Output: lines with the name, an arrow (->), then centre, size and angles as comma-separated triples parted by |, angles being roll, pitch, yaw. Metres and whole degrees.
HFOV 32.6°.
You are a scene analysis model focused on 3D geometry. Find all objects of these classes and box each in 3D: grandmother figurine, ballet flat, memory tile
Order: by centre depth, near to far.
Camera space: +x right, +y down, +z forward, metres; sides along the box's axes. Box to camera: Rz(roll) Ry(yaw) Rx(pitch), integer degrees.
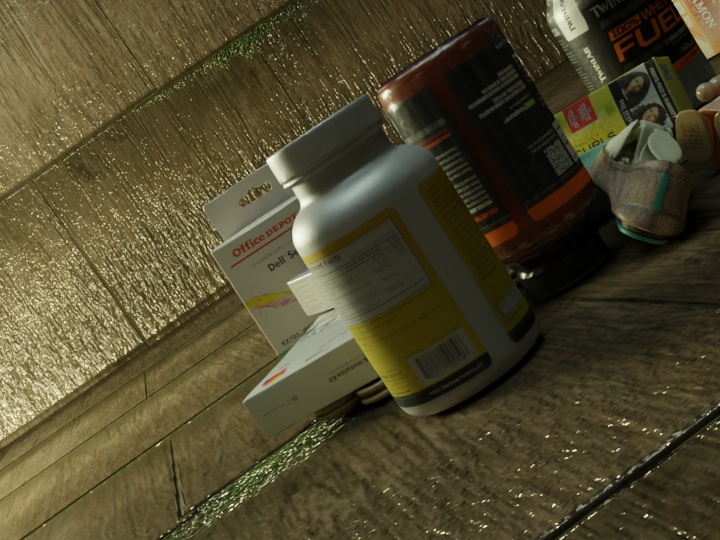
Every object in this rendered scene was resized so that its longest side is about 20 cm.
ballet flat -> 0.213, -0.074, 0.914 | 0.200, 0.068, 0.068 | -86, 8, -74
grandmother figurine -> 0.329, -0.148, 0.991 | 0.121, 0.061, 0.200 | 14, 39, 44
memory tile -> 0.055, 0.055, 1.007 | 0.153, 0.017, 0.200 | -29, 8, 38

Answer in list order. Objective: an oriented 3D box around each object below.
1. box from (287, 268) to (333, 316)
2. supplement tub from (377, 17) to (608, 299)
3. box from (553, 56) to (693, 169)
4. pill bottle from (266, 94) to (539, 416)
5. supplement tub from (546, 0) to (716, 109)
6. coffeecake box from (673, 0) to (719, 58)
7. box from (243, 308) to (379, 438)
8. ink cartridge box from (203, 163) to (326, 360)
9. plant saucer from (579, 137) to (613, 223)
box -> 0.000, 0.000, 1.077 | 0.039, 0.042, 0.200 | -35, 6, -30
supplement tub -> 0.105, -0.079, 0.922 | 0.107, 0.201, 0.107 | -32, 6, 4
box -> 0.231, -0.134, 1.232 | 0.199, 0.076, 0.050 | -28, -9, 35
pill bottle -> 0.025, -0.012, 0.824 | 0.112, 0.201, 0.112 | -32, 6, 4
supplement tub -> 0.279, -0.247, 1.305 | 0.122, 0.200, 0.123 | -34, 7, 4
coffeecake box -> 0.461, -0.369, 1.508 | 0.200, 0.154, 0.073 | -28, 9, 42
box -> 0.004, 0.052, 1.033 | 0.156, 0.041, 0.200 | -31, 6, 23
ink cartridge box -> -0.065, -0.004, 1.214 | 0.117, 0.201, 0.067 | -33, 6, 11
plant saucer -> 0.187, -0.062, 1.129 | 0.199, 0.036, 0.200 | -33, 7, 4
